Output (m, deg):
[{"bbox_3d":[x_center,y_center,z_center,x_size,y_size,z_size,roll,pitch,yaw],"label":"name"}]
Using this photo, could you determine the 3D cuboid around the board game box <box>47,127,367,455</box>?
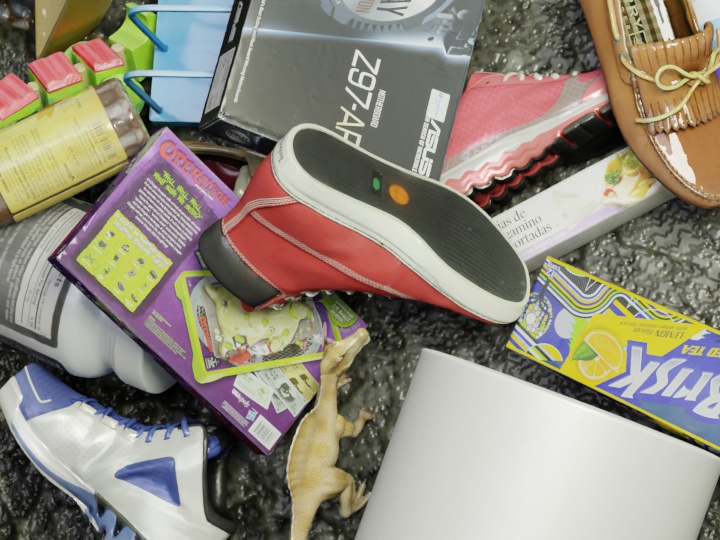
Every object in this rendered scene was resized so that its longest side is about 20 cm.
[{"bbox_3d":[-0.100,0.015,1.258,0.200,0.032,0.120,45,73,-17],"label":"board game box"}]

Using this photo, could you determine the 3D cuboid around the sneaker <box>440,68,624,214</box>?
[{"bbox_3d":[0.111,-0.109,1.264,0.199,0.074,0.087,-28,71,12],"label":"sneaker"}]

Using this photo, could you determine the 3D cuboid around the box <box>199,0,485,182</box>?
[{"bbox_3d":[-0.004,-0.162,1.233,0.159,0.043,0.201,20,76,-20],"label":"box"}]

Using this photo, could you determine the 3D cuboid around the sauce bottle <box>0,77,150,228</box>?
[{"bbox_3d":[-0.242,-0.065,1.274,0.199,0.065,0.065,-25,73,-8],"label":"sauce bottle"}]

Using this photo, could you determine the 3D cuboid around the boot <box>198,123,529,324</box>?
[{"bbox_3d":[0.000,0.000,1.222,0.144,0.199,0.073,-46,23,40],"label":"boot"}]

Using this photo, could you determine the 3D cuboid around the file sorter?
[{"bbox_3d":[-0.088,-0.212,1.311,0.138,0.123,0.202,2,82,10],"label":"file sorter"}]

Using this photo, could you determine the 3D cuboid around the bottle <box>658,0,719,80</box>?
[{"bbox_3d":[0.217,-0.210,1.248,0.083,0.065,0.201,-35,72,10],"label":"bottle"}]

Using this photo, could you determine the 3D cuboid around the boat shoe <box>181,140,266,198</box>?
[{"bbox_3d":[-0.076,-0.047,1.319,0.199,0.066,0.075,11,85,20],"label":"boat shoe"}]

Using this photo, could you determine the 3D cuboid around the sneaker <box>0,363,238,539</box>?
[{"bbox_3d":[-0.153,0.131,1.317,0.115,0.081,0.200,-43,78,4],"label":"sneaker"}]

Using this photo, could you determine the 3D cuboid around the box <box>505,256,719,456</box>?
[{"bbox_3d":[0.194,0.062,1.182,0.199,0.064,0.070,26,90,39],"label":"box"}]

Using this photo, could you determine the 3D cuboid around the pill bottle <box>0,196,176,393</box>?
[{"bbox_3d":[-0.212,0.008,1.331,0.199,0.116,0.117,22,88,20],"label":"pill bottle"}]

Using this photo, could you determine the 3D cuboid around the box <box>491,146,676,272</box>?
[{"bbox_3d":[0.157,-0.046,1.255,0.199,0.041,0.039,-28,73,13],"label":"box"}]

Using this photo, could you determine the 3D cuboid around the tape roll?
[{"bbox_3d":[0.109,0.146,1.155,0.202,0.203,0.140,20,88,20],"label":"tape roll"}]

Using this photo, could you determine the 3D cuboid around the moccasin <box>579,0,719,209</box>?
[{"bbox_3d":[0.197,-0.137,1.184,0.073,0.078,0.203,-12,81,-20],"label":"moccasin"}]

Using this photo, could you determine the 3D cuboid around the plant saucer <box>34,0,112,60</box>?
[{"bbox_3d":[-0.202,-0.270,1.358,0.048,0.200,0.202,1,79,-18],"label":"plant saucer"}]

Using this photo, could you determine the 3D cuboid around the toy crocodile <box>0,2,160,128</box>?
[{"bbox_3d":[-0.225,-0.128,1.353,0.199,0.062,0.067,-30,53,-24],"label":"toy crocodile"}]

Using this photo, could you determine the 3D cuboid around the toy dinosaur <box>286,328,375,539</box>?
[{"bbox_3d":[-0.031,0.137,1.256,0.058,0.101,0.202,9,84,19],"label":"toy dinosaur"}]
